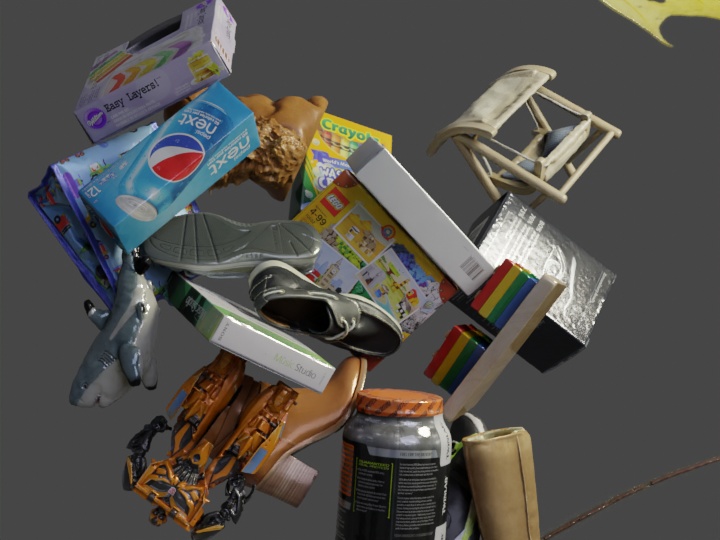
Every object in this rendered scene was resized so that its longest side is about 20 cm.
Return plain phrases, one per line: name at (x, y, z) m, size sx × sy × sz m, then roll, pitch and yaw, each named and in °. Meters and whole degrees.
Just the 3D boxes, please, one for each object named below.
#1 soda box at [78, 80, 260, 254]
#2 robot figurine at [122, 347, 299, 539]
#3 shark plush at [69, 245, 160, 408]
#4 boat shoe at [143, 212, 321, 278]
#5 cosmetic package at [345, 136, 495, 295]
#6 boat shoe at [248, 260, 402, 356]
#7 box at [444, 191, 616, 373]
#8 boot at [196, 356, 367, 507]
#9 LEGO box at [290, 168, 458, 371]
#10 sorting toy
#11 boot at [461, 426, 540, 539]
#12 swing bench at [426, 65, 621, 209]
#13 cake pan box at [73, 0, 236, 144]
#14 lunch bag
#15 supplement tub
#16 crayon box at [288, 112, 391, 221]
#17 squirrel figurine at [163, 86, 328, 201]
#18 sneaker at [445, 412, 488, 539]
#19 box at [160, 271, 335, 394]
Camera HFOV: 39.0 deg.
soda box at (-0.206, -0.113, 1.115) m, size 0.064 × 0.068 × 0.200 m, roll 41°, pitch 72°, yaw 18°
robot figurine at (-0.163, 0.185, 1.080) m, size 0.145 × 0.058 × 0.200 m, roll 34°, pitch 79°, yaw 5°
shark plush at (-0.266, 0.050, 1.105) m, size 0.083 × 0.091 × 0.201 m, roll 5°, pitch 93°, yaw 3°
boat shoe at (-0.148, -0.020, 1.172) m, size 0.201 × 0.065 × 0.075 m, roll -1°, pitch 55°, yaw -13°
cosmetic package at (0.070, -0.070, 1.244) m, size 0.200 × 0.052 × 0.151 m, roll 46°, pitch 7°, yaw -12°
boat shoe at (-0.037, 0.059, 1.158) m, size 0.200 × 0.072 × 0.068 m, roll 25°, pitch 21°, yaw -25°
box at (0.229, 0.017, 1.398) m, size 0.200 × 0.104 × 0.148 m, roll 39°, pitch 52°, yaw -5°
boot at (-0.093, 0.152, 1.165) m, size 0.155 × 0.077 × 0.200 m, roll 32°, pitch 72°, yaw -2°
LEGO box at (0.000, 0.000, 1.254) m, size 0.149 × 0.077 × 0.200 m, roll -43°, pitch 87°, yaw 4°
sorting toy at (0.157, 0.075, 1.229) m, size 0.070 × 0.199 × 0.200 m, roll 38°, pitch 7°, yaw 12°
boot at (0.202, 0.285, 1.207) m, size 0.175 × 0.066 × 0.201 m, roll -5°, pitch 86°, yaw -44°
swing bench at (0.241, -0.192, 1.505) m, size 0.200 × 0.130 × 0.199 m, roll 44°, pitch 53°, yaw 1°
cake pan box at (-0.239, -0.244, 1.210) m, size 0.200 × 0.184 × 0.052 m, roll -97°, pitch 162°, yaw -59°
lunch bag at (-0.263, -0.049, 1.191) m, size 0.150 × 0.094 × 0.200 m, roll -33°, pitch 91°, yaw -40°
supplement tub at (0.037, 0.236, 1.118) m, size 0.122 × 0.122 × 0.201 m, roll 4°, pitch 92°, yaw -27°
crayon box at (-0.025, -0.136, 1.380) m, size 0.125 × 0.052 × 0.201 m, roll 16°, pitch 57°, yaw -20°
squirrel figurine at (-0.156, -0.173, 1.251) m, size 0.186 × 0.142 × 0.200 m, roll 25°, pitch 19°, yaw -6°
sneaker at (0.104, 0.256, 1.219) m, size 0.083 × 0.072 × 0.201 m, roll 19°, pitch 56°, yaw -16°
box at (-0.128, 0.065, 1.116) m, size 0.144 × 0.200 × 0.036 m, roll 29°, pitch 88°, yaw -28°
